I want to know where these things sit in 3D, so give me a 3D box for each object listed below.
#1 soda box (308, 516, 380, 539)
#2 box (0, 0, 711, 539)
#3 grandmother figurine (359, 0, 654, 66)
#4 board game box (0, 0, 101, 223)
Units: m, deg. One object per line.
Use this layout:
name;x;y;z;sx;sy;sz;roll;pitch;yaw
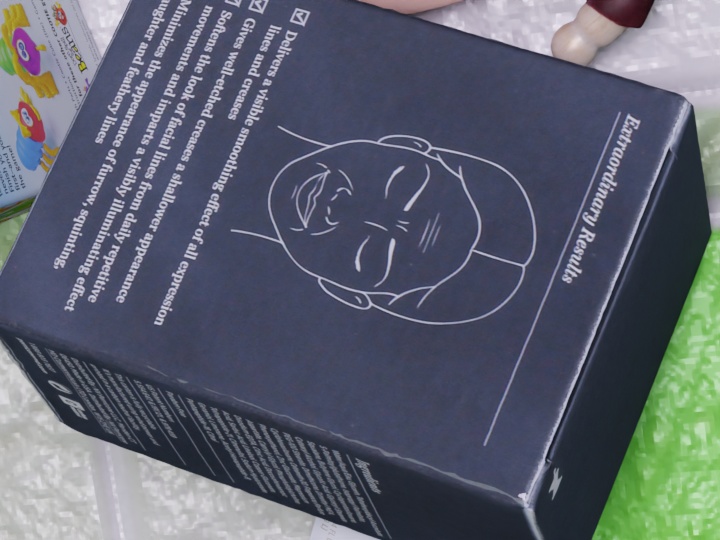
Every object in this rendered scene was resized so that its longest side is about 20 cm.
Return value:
soda box;0.004;0.155;1.038;0.063;0.068;0.201;22;108;18
box;0.000;0.000;0.953;0.199;0.107;0.149;18;71;19
grandmother figurine;0.064;-0.129;0.961;0.199;0.061;0.122;-15;103;27
board game box;-0.181;-0.053;0.999;0.103;0.200;0.105;-22;92;25
